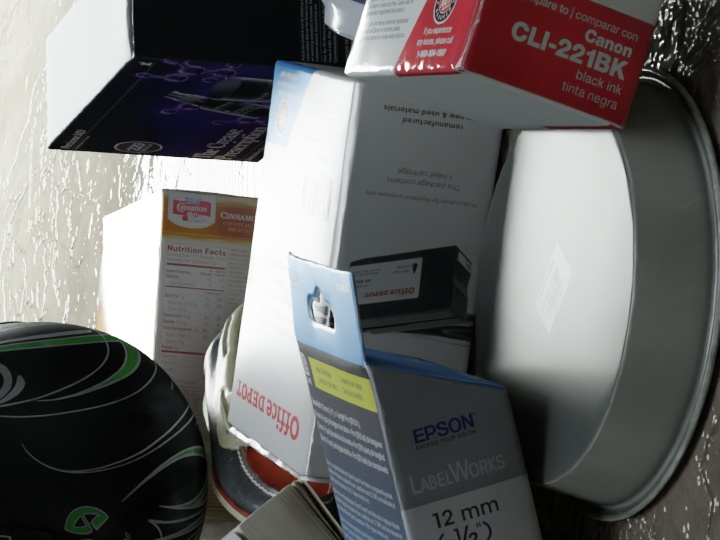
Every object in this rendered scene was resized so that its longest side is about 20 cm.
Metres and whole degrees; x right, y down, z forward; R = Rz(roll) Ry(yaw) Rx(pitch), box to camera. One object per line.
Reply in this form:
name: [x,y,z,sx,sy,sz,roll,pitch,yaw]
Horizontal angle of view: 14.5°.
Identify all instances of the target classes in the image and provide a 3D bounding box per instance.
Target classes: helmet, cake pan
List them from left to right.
helmet: [-0.180,0.120,1.614,0.200,0.191,0.200,5,97,49]
cake pan: [0.099,0.009,1.241,0.200,0.037,0.200,-175,90,-70]

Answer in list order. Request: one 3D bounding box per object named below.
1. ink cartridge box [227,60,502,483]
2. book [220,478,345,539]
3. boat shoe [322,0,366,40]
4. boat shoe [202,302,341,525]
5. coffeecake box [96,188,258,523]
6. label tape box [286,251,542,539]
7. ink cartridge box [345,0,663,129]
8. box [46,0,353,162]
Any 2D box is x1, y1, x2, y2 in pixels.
ink cartridge box: [0.000,0.000,1.453,0.145,0.084,0.200,-154,72,-70]
book: [-0.039,0.198,1.480,0.134,0.048,0.200,51,151,2]
boat shoe: [0.013,-0.159,1.479,0.200,0.072,0.062,-129,45,-67]
boat shoe: [-0.049,0.086,1.601,0.200,0.071,0.063,-114,38,-62]
coffeecake box: [-0.118,0.058,1.789,0.154,0.073,0.200,162,112,-70]
label tape box: [0.028,0.086,1.280,0.143,0.066,0.200,-166,64,-76]
ink cartridge box: [0.079,-0.167,1.219,0.144,0.084,0.200,-171,98,-71]
box: [-0.095,-0.126,1.671,0.200,0.141,0.079,147,126,-67]
